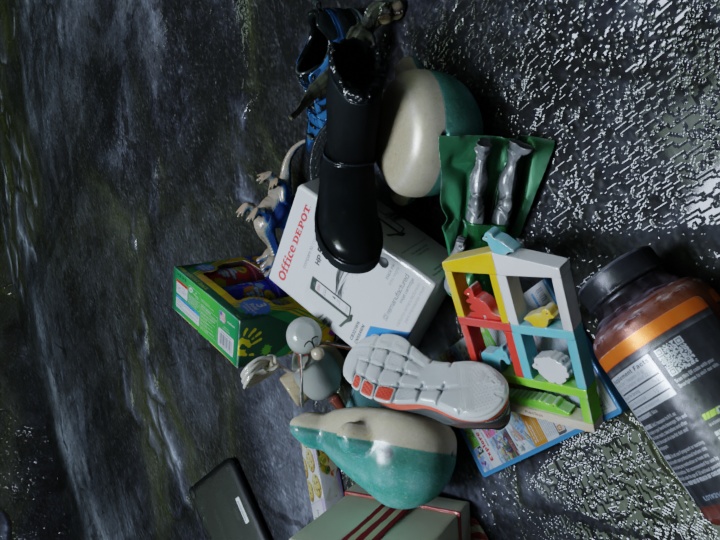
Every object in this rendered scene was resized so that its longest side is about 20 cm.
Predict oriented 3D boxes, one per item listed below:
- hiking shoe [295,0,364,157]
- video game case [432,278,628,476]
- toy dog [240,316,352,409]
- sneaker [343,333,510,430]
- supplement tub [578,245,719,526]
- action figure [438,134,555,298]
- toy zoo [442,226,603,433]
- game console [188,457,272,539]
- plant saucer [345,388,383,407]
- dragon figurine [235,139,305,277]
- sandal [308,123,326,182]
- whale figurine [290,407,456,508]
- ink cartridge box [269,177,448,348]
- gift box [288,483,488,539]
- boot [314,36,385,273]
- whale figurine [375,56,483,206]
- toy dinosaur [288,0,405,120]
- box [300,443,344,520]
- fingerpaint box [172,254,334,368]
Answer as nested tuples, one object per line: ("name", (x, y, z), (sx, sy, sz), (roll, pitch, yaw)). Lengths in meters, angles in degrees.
("hiking shoe", (-0.054, -0.240, 0.817), (0.074, 0.086, 0.202), (35, 122, 40))
("video game case", (0.165, 0.120, 0.672), (0.200, 0.018, 0.144), (-45, 63, 43))
("toy dog", (-0.054, 0.135, 0.817), (0.132, 0.200, 0.096), (-46, 71, 4))
("sneaker", (0.068, 0.131, 0.670), (0.198, 0.078, 0.082), (14, 151, 38))
("supplement tub", (0.257, 0.081, 0.490), (0.107, 0.106, 0.202), (-50, 59, 41))
("action figure", (0.126, -0.033, 0.641), (0.055, 0.116, 0.203), (-95, 9, -62))
("toy zoo", (0.149, 0.052, 0.597), (0.130, 0.020, 0.202), (4, 120, 49))
("game console", (-0.239, 0.489, 1.210), (0.175, 0.116, 0.201), (-39, 64, 12))
("plant saucer", (0.010, 0.180, 0.865), (0.070, 0.019, 0.202), (42, 127, 38))
("dragon figurine", (-0.114, -0.092, 0.928), (0.059, 0.099, 0.202), (21, 79, 45))
("sandal", (-0.039, -0.111, 0.838), (0.048, 0.074, 0.203), (-122, 39, -61))
("whale figurine", (0.012, 0.215, 0.739), (0.197, 0.159, 0.105), (1, 75, 25))
("ink cartridge box", (0.000, 0.000, 0.755), (0.199, 0.084, 0.147), (36, 125, 18))
("gift box", (0.047, 0.370, 0.732), (0.198, 0.186, 0.188), (4, 98, 29))
("boot", (-0.007, -0.121, 0.640), (0.163, 0.072, 0.200), (102, 165, -50))
("whale figurine", (0.065, -0.153, 0.703), (0.200, 0.102, 0.162), (-144, 53, -69))
("toy dinosaur", (-0.013, -0.232, 0.750), (0.047, 0.088, 0.201), (29, 76, 31))
("box", (-0.054, 0.318, 0.947), (0.041, 0.038, 0.203), (-12, 87, 51))
("fingerpaint box", (-0.156, 0.048, 0.924), (0.199, 0.165, 0.074), (30, 119, 44))
